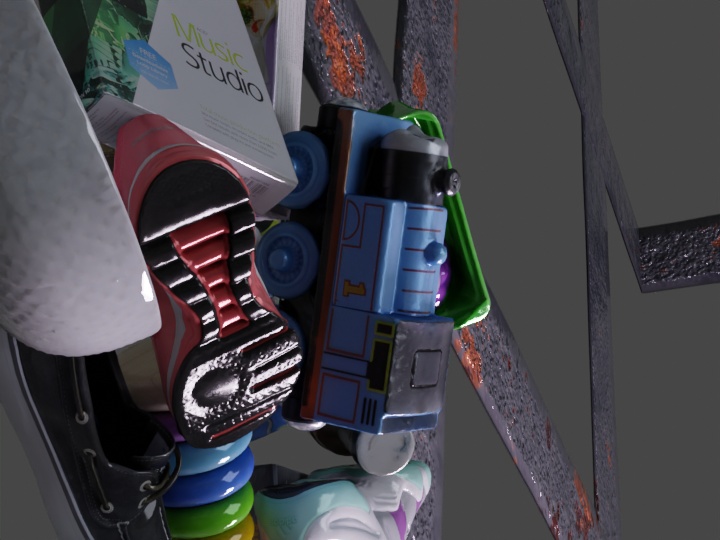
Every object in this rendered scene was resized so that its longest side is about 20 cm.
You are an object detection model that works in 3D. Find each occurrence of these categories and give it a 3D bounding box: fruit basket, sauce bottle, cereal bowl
[{"bbox_3d":[0.014,-0.016,1.191,0.216,0.155,0.217,-18,90,-88],"label":"fruit basket"},{"bbox_3d":[-0.014,0.088,1.013,0.200,0.064,0.065,-147,-139,-70],"label":"sauce bottle"},{"bbox_3d":[-0.165,-0.048,0.662,0.201,0.083,0.200,59,-14,24],"label":"cereal bowl"}]

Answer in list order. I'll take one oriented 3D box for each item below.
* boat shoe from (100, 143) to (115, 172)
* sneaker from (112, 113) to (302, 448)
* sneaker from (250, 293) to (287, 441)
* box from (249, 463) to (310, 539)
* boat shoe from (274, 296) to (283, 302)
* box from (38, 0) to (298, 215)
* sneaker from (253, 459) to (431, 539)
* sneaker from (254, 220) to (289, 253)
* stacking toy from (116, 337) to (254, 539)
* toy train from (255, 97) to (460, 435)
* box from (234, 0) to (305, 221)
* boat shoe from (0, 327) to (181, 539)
[{"bbox_3d":[-0.118,-0.131,0.927,0.200,0.075,0.074,-78,150,-50],"label":"boat shoe"},{"bbox_3d":[-0.084,0.004,0.766,0.087,0.073,0.201,51,-25,46],"label":"sneaker"},{"bbox_3d":[-0.089,0.014,0.941,0.076,0.077,0.201,-18,97,-70],"label":"sneaker"},{"bbox_3d":[-0.039,0.228,1.039,0.200,0.048,0.159,38,47,-65],"label":"box"},{"bbox_3d":[-0.030,0.024,0.992,0.202,0.072,0.060,-55,162,2],"label":"boat shoe"},{"bbox_3d":[-0.117,-0.136,0.829,0.144,0.036,0.201,23,37,-46],"label":"box"},{"bbox_3d":[-0.005,0.201,0.972,0.200,0.077,0.141,-1,83,-62],"label":"sneaker"},{"bbox_3d":[-0.061,-0.046,1.022,0.075,0.076,0.200,53,-9,36],"label":"sneaker"},{"bbox_3d":[-0.093,0.141,0.879,0.085,0.085,0.201,-55,139,-65],"label":"stacking toy"},{"bbox_3d":[0.000,0.000,0.873,0.087,0.114,0.201,4,94,-59],"label":"toy train"},{"bbox_3d":[-0.060,-0.133,0.919,0.041,0.038,0.201,13,78,-65],"label":"box"},{"bbox_3d":[-0.131,0.094,0.787,0.070,0.066,0.201,-68,145,-58],"label":"boat shoe"}]
